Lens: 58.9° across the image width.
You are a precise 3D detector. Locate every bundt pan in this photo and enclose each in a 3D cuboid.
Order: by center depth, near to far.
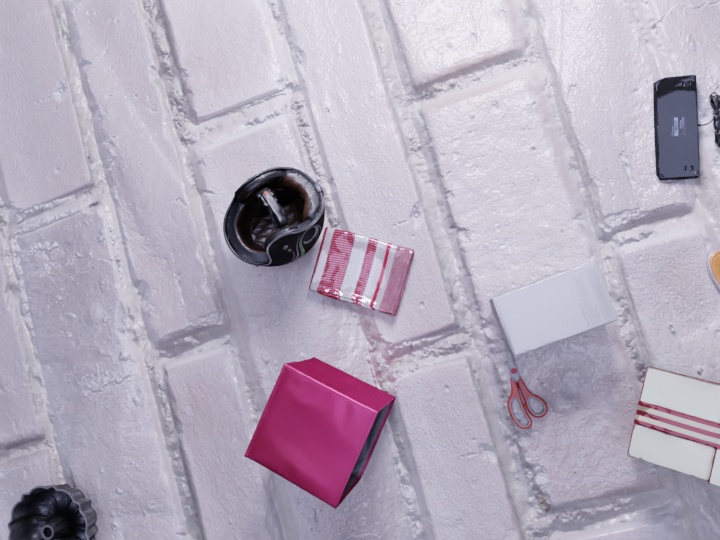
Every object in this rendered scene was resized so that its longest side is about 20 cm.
[{"bbox_3d":[-0.670,0.569,1.415,0.200,0.076,0.203,-1,86,12],"label":"bundt pan"}]

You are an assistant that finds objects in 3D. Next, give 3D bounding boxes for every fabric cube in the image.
[{"bbox_3d":[-0.071,0.304,1.247,0.198,0.200,0.197,23,92,14],"label":"fabric cube"}]

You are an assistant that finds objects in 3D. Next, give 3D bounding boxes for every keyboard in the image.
[{"bbox_3d":[0.632,-0.276,1.226,0.126,0.021,0.201,-1,88,17],"label":"keyboard"}]

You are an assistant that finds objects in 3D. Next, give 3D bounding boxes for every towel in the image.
[{"bbox_3d":[0.000,0.000,1.338,0.199,0.023,0.145,16,89,12],"label":"towel"}]

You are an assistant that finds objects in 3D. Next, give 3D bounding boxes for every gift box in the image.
[{"bbox_3d":[0.589,0.263,1.127,0.186,0.200,0.186,14,93,27],"label":"gift box"}]

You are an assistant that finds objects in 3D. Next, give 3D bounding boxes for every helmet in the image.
[{"bbox_3d":[-0.173,-0.101,1.293,0.199,0.191,0.201,9,64,-19],"label":"helmet"}]

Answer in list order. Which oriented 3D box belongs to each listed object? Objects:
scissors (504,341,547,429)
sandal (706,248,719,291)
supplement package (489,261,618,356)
[{"bbox_3d":[0.302,0.214,1.269,0.073,0.014,0.201,-27,83,9],"label":"scissors"},{"bbox_3d":[0.714,0.052,1.171,0.079,0.059,0.207,-35,81,8],"label":"sandal"},{"bbox_3d":[0.359,0.073,1.209,0.199,0.117,0.118,-21,84,6],"label":"supplement package"}]
